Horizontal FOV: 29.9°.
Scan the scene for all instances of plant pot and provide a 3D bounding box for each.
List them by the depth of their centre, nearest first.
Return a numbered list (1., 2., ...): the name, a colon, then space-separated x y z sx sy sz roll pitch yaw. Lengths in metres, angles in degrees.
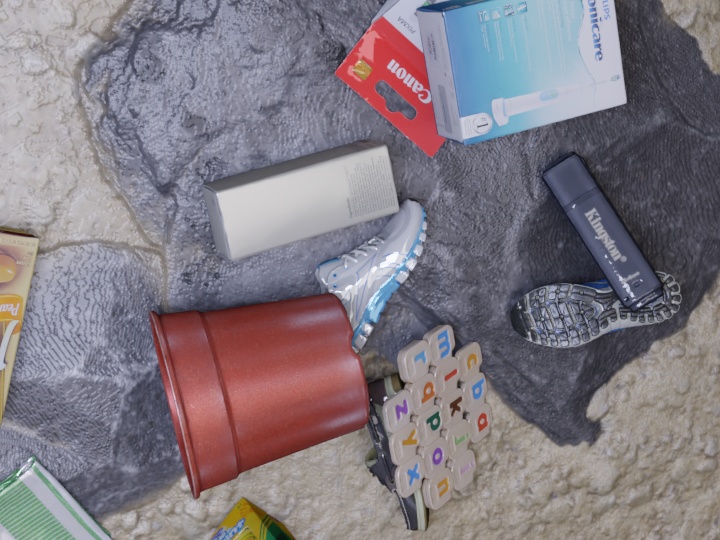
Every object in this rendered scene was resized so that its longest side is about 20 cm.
1. plant pot: -0.103 0.116 1.410 0.195 0.201 0.201 -14 107 -11

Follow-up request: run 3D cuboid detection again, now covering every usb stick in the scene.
1. usb stick: 0.282 -0.046 1.572 0.055 0.033 0.200 -30 79 -3

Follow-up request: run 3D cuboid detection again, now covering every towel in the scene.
1. towel: -0.383 0.316 1.458 0.200 0.023 0.153 -41 114 -8

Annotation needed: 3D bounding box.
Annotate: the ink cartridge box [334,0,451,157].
1. ink cartridge box: 0.093 -0.248 1.498 0.161 0.050 0.200 38 85 -24

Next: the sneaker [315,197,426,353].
1. sneaker: 0.000 0.000 1.507 0.087 0.075 0.200 31 90 -18

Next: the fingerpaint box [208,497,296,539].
1. fingerpaint box: -0.143 0.374 1.484 0.073 0.167 0.200 40 87 -26

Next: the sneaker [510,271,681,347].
1. sneaker: 0.279 0.049 1.619 0.200 0.089 0.079 -8 84 2

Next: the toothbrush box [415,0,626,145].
1. toothbrush box: 0.176 -0.233 1.463 0.200 0.085 0.147 -16 108 -14

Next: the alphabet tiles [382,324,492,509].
1. alphabet tiles: 0.089 0.169 1.561 0.195 0.015 0.200 -30 115 -47

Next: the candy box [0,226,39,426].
1. candy box: -0.401 0.051 1.347 0.115 0.055 0.200 9 96 -36

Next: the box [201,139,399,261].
1. box: -0.064 -0.078 1.464 0.200 0.068 0.082 -16 107 -17

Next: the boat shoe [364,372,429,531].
1. boat shoe: 0.037 0.215 1.576 0.066 0.072 0.201 -10 111 6
